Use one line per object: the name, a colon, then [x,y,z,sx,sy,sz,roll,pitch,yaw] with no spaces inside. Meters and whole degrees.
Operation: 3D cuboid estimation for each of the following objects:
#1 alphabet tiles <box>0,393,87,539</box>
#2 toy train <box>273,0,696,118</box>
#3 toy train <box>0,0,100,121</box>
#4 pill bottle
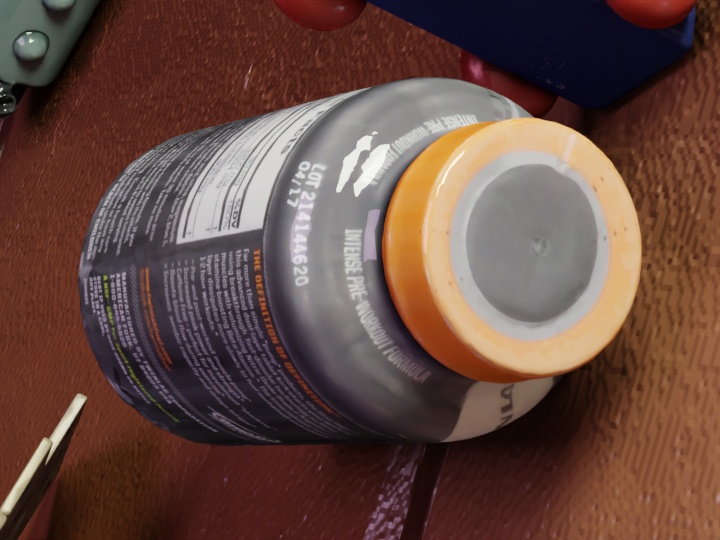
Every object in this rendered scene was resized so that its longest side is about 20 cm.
alphabet tiles: [-0.160,0.143,1.004,0.200,0.006,0.166,-60,1,-25]
toy train: [0.008,-0.134,0.766,0.085,0.200,0.116,-34,39,50]
toy train: [-0.149,-0.161,1.218,0.200,0.085,0.114,-54,40,30]
pill bottle: [0.000,0.000,0.792,0.200,0.106,0.106,-7,67,61]
